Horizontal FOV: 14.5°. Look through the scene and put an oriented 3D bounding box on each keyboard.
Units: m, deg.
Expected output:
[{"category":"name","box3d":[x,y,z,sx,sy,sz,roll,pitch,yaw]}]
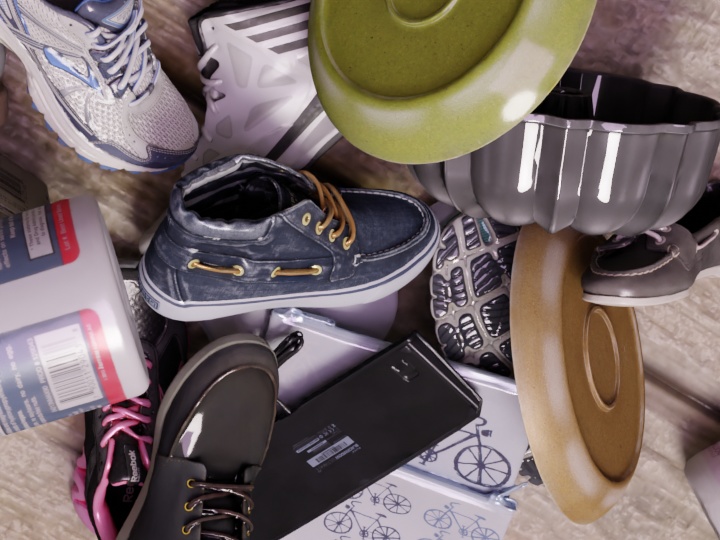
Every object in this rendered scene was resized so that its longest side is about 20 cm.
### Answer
[{"category":"keyboard","box3d":[-0.034,0.092,1.752,0.200,0.021,0.127,-33,118,28]}]

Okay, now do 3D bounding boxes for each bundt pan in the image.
[{"category":"bundt pan","box3d":[0.116,-0.071,1.677,0.200,0.202,0.076,4,104,-11]}]

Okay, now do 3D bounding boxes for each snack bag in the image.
[{"category":"snack bag","box3d":[0.012,0.121,1.787,0.187,0.021,0.201,17,128,-2]}]

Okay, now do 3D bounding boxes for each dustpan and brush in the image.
[{"category":"dustpan and brush","box3d":[0.000,0.000,1.770,0.199,0.057,0.140,-22,132,7]}]

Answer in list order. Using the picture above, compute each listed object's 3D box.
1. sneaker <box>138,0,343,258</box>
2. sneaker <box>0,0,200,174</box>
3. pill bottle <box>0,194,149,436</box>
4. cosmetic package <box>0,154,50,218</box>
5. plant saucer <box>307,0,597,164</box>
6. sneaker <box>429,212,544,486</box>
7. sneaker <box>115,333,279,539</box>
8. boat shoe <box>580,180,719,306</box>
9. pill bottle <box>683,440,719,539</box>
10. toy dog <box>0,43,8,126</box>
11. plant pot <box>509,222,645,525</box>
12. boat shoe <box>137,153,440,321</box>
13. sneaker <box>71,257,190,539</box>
[{"category":"sneaker","box3d":[-0.082,-0.095,1.722,0.200,0.076,0.115,-41,93,14]},{"category":"sneaker","box3d":[-0.156,-0.133,1.627,0.085,0.077,0.200,-21,125,41]},{"category":"pill bottle","box3d":[-0.229,0.040,1.603,0.199,0.120,0.120,-16,114,-3]},{"category":"cosmetic package","box3d":[-0.269,0.025,1.711,0.073,0.104,0.200,32,102,-19]},{"category":"plant saucer","box3d":[0.044,-0.159,1.607,0.200,0.200,0.031,-47,141,11]},{"category":"sneaker","box3d":[0.090,0.045,1.787,0.077,0.080,0.201,-20,118,0]},{"category":"sneaker","box3d":[-0.083,0.143,1.694,0.074,0.106,0.201,7,117,-29]},{"category":"boat shoe","box3d":[0.184,-0.017,1.734,0.066,0.200,0.057,3,99,26]},{"category":"pill bottle","box3d":[0.321,0.127,1.841,0.199,0.112,0.113,-28,113,2]},{"category":"toy dog","box3d":[-0.288,-0.119,1.652,0.199,0.096,0.133,-19,113,-1]},{"category":"plant pot","box3d":[0.139,0.055,1.739,0.027,0.200,0.201,-8,116,22]},{"category":"boat shoe","box3d":[-0.030,-0.026,1.665,0.199,0.071,0.091,-13,149,-28]},{"category":"sneaker","box3d":[-0.143,0.093,1.763,0.078,0.095,0.201,-2,111,-5]}]
